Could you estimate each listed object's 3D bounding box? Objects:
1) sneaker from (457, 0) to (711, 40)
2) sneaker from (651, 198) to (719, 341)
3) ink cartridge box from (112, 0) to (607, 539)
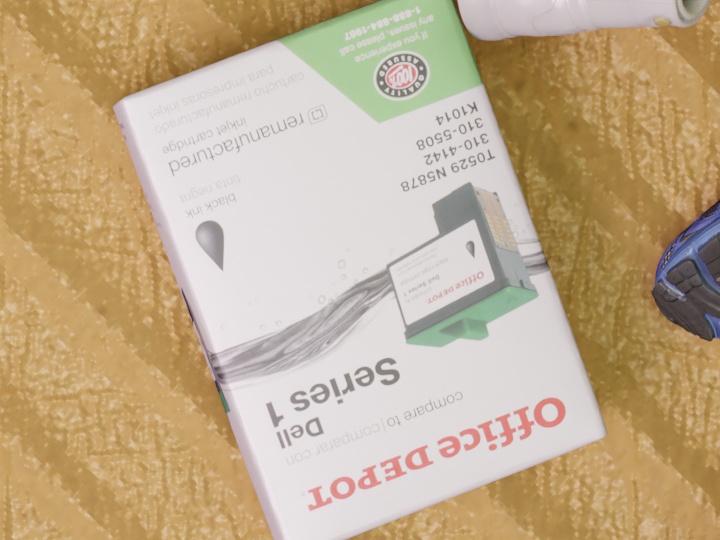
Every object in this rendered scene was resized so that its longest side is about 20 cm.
[{"bbox_3d":[0.114,-0.185,1.158,0.115,0.074,0.201,3,73,28],"label":"sneaker"},{"bbox_3d":[0.208,-0.041,1.214,0.200,0.079,0.075,-35,117,11],"label":"sneaker"},{"bbox_3d":[0.000,0.000,1.182,0.145,0.084,0.201,-21,94,-4],"label":"ink cartridge box"}]
